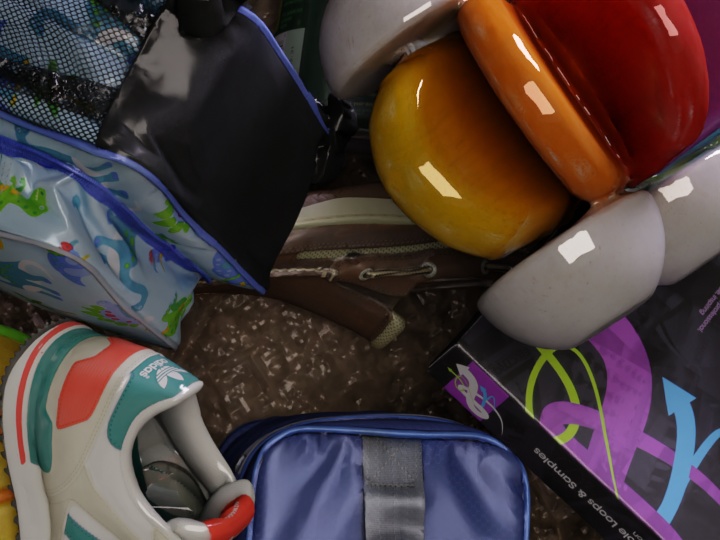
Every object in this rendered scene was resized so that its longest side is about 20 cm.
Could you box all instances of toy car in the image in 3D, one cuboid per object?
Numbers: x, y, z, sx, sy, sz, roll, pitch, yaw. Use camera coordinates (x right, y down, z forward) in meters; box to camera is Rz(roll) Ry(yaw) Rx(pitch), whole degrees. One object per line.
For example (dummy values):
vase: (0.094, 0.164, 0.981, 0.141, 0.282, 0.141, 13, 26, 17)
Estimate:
toy car: (0.096, -0.080, 0.914, 0.175, 0.150, 0.200, 55, 39, 7)

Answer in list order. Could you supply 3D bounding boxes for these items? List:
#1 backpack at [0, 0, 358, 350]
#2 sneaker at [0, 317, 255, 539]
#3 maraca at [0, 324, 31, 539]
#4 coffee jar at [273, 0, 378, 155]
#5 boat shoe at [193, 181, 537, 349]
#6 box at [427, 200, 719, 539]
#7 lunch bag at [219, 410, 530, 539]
backpack: (-0.133, -0.066, 0.929, 0.200, 0.183, 0.147, 26, 81, 23)
sneaker: (-0.088, 0.118, 0.929, 0.070, 0.093, 0.200, -35, 126, -45)
maraca: (-0.185, 0.120, 0.977, 0.137, 0.107, 0.201, 19, 84, -10)
coffee jar: (0.012, -0.156, 1.041, 0.104, 0.085, 0.201, 5, 87, -15)
boat shoe: (0.001, -0.001, 1.034, 0.202, 0.075, 0.075, -11, 86, -12)
box: (0.146, 0.062, 0.993, 0.200, 0.036, 0.143, 44, 56, -1)
lunch bag: (-0.001, 0.162, 0.995, 0.135, 0.132, 0.201, 2, 86, -10)
